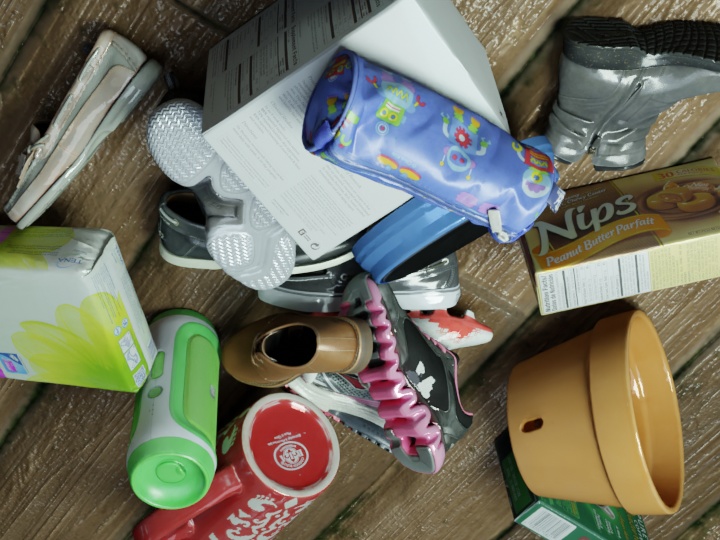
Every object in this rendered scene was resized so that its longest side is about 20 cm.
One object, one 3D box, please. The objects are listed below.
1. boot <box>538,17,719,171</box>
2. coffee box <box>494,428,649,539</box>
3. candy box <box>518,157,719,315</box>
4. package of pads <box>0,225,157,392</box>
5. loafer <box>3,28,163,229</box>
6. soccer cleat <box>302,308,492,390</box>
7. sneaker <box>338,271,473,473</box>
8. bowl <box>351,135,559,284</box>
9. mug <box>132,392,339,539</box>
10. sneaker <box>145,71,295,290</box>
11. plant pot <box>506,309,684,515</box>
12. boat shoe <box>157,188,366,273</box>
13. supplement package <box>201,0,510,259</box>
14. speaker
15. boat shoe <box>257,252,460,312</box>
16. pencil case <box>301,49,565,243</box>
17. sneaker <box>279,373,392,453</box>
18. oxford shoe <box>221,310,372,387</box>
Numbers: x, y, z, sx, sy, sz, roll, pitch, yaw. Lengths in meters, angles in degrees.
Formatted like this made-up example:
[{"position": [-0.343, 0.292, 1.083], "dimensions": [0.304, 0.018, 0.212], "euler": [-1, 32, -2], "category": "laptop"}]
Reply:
[{"position": [0.264, -0.151, 1.090], "dimensions": [0.197, 0.070, 0.133], "euler": [8, 129, 3], "category": "boot"}, {"position": [0.241, 0.263, 1.351], "dimensions": [0.199, 0.124, 0.044], "euler": [32, 117, -27], "category": "coffee box"}, {"position": [0.251, -0.033, 1.136], "dimensions": [0.197, 0.116, 0.056], "euler": [-13, 126, 5], "category": "candy box"}, {"position": [-0.299, 0.031, 1.131], "dimensions": [0.197, 0.069, 0.156], "euler": [3, 131, 20], "category": "package of pads"}, {"position": [-0.254, -0.124, 1.063], "dimensions": [0.063, 0.072, 0.200], "euler": [42, 109, -12], "category": "loafer"}, {"position": [0.033, 0.078, 1.208], "dimensions": [0.197, 0.087, 0.069], "euler": [2, 170, -6], "category": "soccer cleat"}, {"position": [0.049, 0.086, 1.153], "dimensions": [0.095, 0.079, 0.202], "euler": [-31, 106, -33], "category": "sneaker"}, {"position": [0.087, -0.049, 1.071], "dimensions": [0.199, 0.200, 0.040], "euler": [-31, 83, 17], "category": "bowl"}, {"position": [-0.121, 0.227, 1.224], "dimensions": [0.133, 0.178, 0.200], "euler": [40, 137, -6], "category": "mug"}, {"position": [-0.118, -0.083, 1.067], "dimensions": [0.075, 0.114, 0.201], "euler": [-25, 123, 9], "category": "sneaker"}, {"position": [0.236, 0.153, 1.237], "dimensions": [0.138, 0.202, 0.201], "euler": [-13, 129, 25], "category": "plant pot"}, {"position": [-0.089, -0.041, 1.128], "dimensions": [0.197, 0.072, 0.068], "euler": [2, 127, -3], "category": "boat shoe"}, {"position": [-0.006, -0.149, 1.006], "dimensions": [0.199, 0.152, 0.152], "euler": [-31, 123, 18], "category": "supplement package"}, {"position": [-0.176, 0.128, 1.165], "dimensions": [0.087, 0.201, 0.089], "euler": [-2, 127, -3], "category": "speaker"}, {"position": [0.000, 0.000, 1.174], "dimensions": [0.197, 0.070, 0.067], "euler": [2, 107, -1], "category": "boat shoe"}, {"position": [0.053, -0.086, 0.910], "dimensions": [0.198, 0.088, 0.078], "euler": [24, 142, -20], "category": "pencil case"}, {"position": [-0.022, 0.116, 1.257], "dimensions": [0.198, 0.081, 0.075], "euler": [30, 83, -13], "category": "sneaker"}, {"position": [-0.079, 0.070, 1.146], "dimensions": [0.071, 0.073, 0.199], "euler": [4, 168, -41], "category": "oxford shoe"}]
